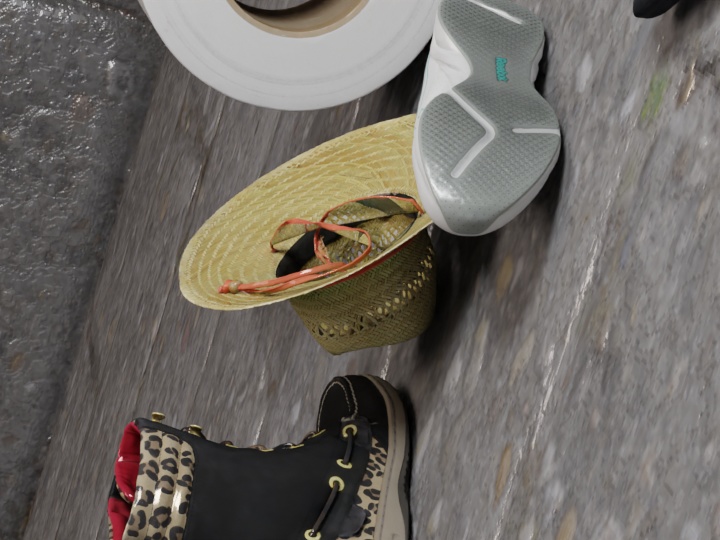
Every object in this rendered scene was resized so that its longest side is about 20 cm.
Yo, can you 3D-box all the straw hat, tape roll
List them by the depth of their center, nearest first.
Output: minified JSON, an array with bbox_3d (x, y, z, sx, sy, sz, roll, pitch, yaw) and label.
[{"bbox_3d":[0.000,0.000,1.428,0.201,0.201,0.085,-105,-11,-68],"label":"straw hat"},{"bbox_3d":[-0.048,-0.208,1.654,0.139,0.203,0.203,-123,49,-76],"label":"tape roll"}]

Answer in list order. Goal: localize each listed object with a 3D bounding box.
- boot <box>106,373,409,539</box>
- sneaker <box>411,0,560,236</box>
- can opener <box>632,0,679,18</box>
[{"bbox_3d":[-0.054,0.108,1.397,0.200,0.151,0.073,-91,20,-54],"label":"boot"},{"bbox_3d":[0.059,-0.063,1.312,0.200,0.070,0.080,-80,4,-59],"label":"sneaker"},{"bbox_3d":[0.144,-0.158,1.061,0.063,0.079,0.200,59,154,17],"label":"can opener"}]
